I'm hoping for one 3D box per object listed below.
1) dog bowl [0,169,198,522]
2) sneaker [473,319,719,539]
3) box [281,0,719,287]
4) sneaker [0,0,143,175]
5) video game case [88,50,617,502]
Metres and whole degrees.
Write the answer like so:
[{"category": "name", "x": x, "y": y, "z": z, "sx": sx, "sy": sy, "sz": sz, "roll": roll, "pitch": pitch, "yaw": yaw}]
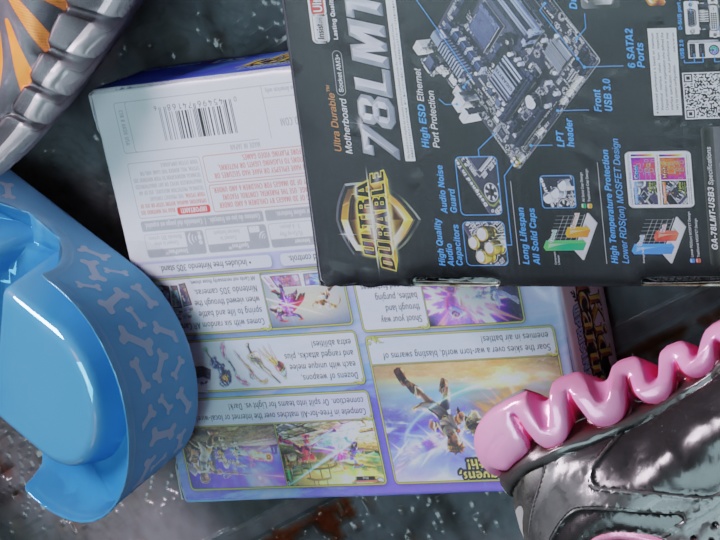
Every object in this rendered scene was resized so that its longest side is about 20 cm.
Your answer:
[{"category": "dog bowl", "x": -0.144, "y": 0.022, "z": 1.227, "sx": 0.200, "sy": 0.049, "sz": 0.112, "roll": 35, "pitch": 132, "yaw": 34}, {"category": "sneaker", "x": 0.140, "y": 0.067, "z": 1.052, "sx": 0.199, "sy": 0.079, "sz": 0.096, "roll": -24, "pitch": 66, "yaw": 26}, {"category": "box", "x": 0.071, "y": -0.092, "z": 1.042, "sx": 0.197, "sy": 0.050, "sz": 0.201, "roll": -1, "pitch": 113, "yaw": 17}, {"category": "sneaker", "x": -0.137, "y": -0.141, "z": 1.171, "sx": 0.112, "sy": 0.078, "sz": 0.201, "roll": 32, "pitch": 109, "yaw": -3}, {"category": "video game case", "x": 0.000, "y": 0.000, "z": 1.172, "sx": 0.199, "sy": 0.045, "sz": 0.182, "roll": -4, "pitch": 104, "yaw": 30}]
